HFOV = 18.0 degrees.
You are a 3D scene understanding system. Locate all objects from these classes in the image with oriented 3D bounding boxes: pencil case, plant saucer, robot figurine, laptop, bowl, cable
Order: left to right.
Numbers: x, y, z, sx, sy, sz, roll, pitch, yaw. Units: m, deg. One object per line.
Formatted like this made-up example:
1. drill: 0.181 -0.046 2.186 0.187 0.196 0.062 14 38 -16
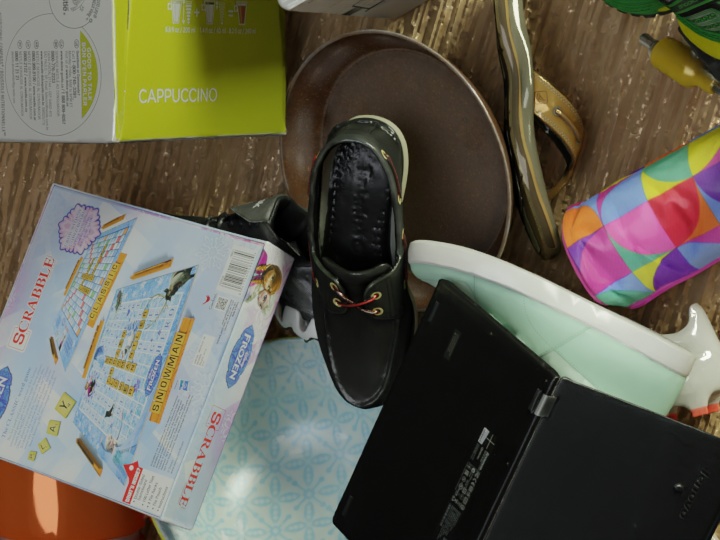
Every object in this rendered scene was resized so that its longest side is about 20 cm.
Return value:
1. robot figurine: -0.218 0.158 1.679 0.117 0.144 0.200 7 100 58
2. bowl: -0.042 0.157 1.589 0.200 0.108 0.200 -6 57 9
3. plant saucer: 0.030 -0.071 1.560 0.200 0.034 0.201 17 119 34
4. laptop: 0.109 0.138 1.442 0.200 0.116 0.188 41 114 45
5. pencil case: 0.229 -0.046 1.473 0.200 0.088 0.089 -28 84 26
6. cable: 0.249 -0.117 1.429 0.097 0.050 0.200 -35 49 11

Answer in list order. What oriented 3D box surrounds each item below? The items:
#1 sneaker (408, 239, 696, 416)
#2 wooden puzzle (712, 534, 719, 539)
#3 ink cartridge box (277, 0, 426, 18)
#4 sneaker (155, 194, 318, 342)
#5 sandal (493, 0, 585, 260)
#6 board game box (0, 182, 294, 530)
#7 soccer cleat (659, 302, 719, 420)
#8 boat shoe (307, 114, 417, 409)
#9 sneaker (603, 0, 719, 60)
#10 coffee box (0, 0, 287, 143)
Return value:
1. sneaker: 0.102 0.062 1.472 0.200 0.074 0.118 27 93 11
2. wooden puzzle: 0.153 0.235 1.486 0.200 0.046 0.185 -38 77 9
3. ink cartridge box: -0.012 -0.249 1.496 0.086 0.200 0.147 -29 84 23
4. sneaker: -0.076 -0.020 1.609 0.200 0.066 0.091 22 119 28
5. sandal: 0.123 -0.108 1.527 0.054 0.080 0.200 -6 88 1
6. board game box: -0.166 0.056 1.571 0.199 0.041 0.200 16 81 34
7. soccer cleat: 0.150 0.076 1.534 0.200 0.069 0.078 -14 84 18
8. boat shoe: -0.003 0.000 1.514 0.074 0.063 0.202 5 106 15
9. sneaker: 0.191 -0.206 1.438 0.078 0.085 0.200 -48 38 -4
10. coffee box: -0.182 -0.187 1.545 0.197 0.200 0.200 2 96 32
